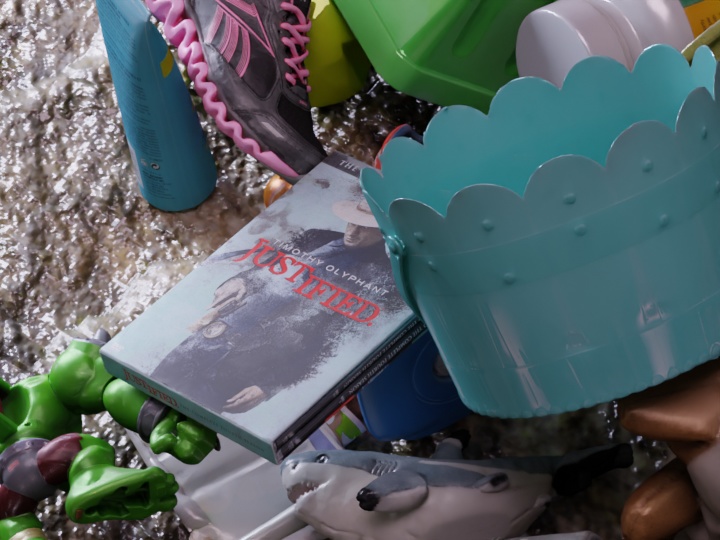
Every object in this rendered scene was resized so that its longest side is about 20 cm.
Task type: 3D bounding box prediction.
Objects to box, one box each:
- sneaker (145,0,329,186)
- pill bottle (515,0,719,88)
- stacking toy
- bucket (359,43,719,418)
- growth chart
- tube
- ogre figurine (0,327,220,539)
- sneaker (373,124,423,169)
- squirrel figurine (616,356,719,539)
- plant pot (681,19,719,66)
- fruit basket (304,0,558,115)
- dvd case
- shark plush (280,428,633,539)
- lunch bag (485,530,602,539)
[{"bbox_3d":[-0.060,-0.140,1.721,0.095,0.079,0.200,-35,65,9],"label":"sneaker"},{"bbox_3d":[0.198,-0.149,1.740,0.200,0.113,0.113,-22,55,-28],"label":"pill bottle"},{"bbox_3d":[0.000,0.000,1.697,0.116,0.110,0.200,-32,47,-17],"label":"stacking toy"},{"bbox_3d":[0.113,-0.021,1.495,0.206,0.135,0.207,-18,16,5],"label":"bucket"},{"bbox_3d":[-0.071,0.092,1.678,0.144,0.018,0.200,-23,56,-12],"label":"growth chart"},{"bbox_3d":[-0.129,-0.114,1.714,0.050,0.200,0.077,-36,58,-15],"label":"tube"},{"bbox_3d":[-0.179,0.113,1.618,0.200,0.098,0.120,-49,47,24],"label":"ogre figurine"},{"bbox_3d":[0.095,-0.032,1.710,0.199,0.085,0.075,18,58,16],"label":"sneaker"},{"bbox_3d":[0.229,0.113,1.538,0.141,0.187,0.200,35,61,21],"label":"squirrel figurine"},{"bbox_3d":[0.280,-0.049,1.660,0.200,0.201,0.185,-27,68,-14],"label":"plant pot"},{"bbox_3d":[0.006,-0.166,1.803,0.215,0.155,0.216,-12,72,41],"label":"fruit basket"},{"bbox_3d":[-0.030,0.016,1.597,0.146,0.022,0.200,26,54,39],"label":"dvd case"},{"bbox_3d":[0.059,0.114,1.617,0.199,0.091,0.083,-19,39,-6],"label":"shark plush"},{"bbox_3d":[0.056,0.247,1.494,0.167,0.139,0.201,-7,53,19],"label":"lunch bag"}]
